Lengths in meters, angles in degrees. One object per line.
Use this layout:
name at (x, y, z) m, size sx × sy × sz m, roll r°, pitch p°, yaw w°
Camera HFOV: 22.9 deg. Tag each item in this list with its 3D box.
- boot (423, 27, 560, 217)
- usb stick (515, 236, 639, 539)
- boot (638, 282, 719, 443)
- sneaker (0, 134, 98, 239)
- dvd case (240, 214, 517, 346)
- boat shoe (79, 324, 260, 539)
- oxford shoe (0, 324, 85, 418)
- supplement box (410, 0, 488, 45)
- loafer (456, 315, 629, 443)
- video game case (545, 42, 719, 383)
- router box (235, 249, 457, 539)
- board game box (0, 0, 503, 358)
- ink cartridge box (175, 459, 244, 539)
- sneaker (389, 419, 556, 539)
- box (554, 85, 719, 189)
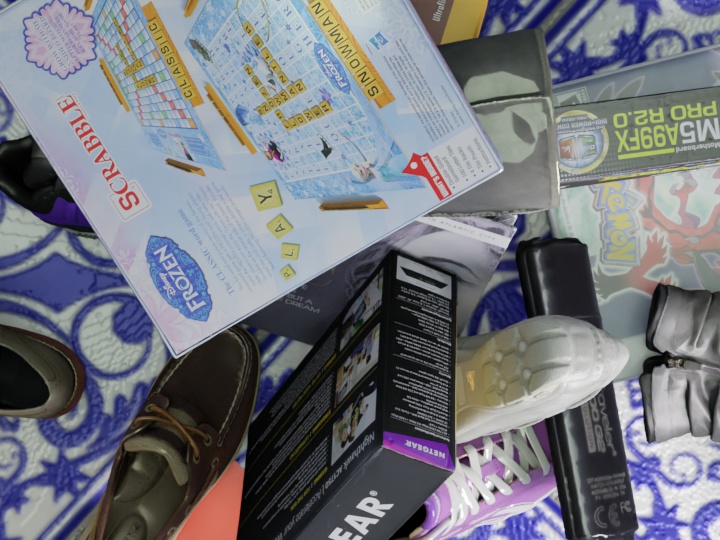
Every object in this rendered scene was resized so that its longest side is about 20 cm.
boot at (0.000, -0.105, 0.947) m, size 0.200 × 0.073 × 0.182 m, roll -9°, pitch 106°, yaw 9°
usb stick at (0.137, 0.076, 1.124) m, size 0.055 × 0.033 × 0.200 m, roll -3°, pitch 79°, yaw -36°
boot at (0.245, 0.104, 1.141) m, size 0.131 × 0.070 × 0.200 m, roll -4°, pitch 92°, yaw 2°
sneaker at (-0.154, -0.060, 1.089) m, size 0.200 × 0.099 × 0.070 m, roll -5°, pitch 69°, yaw 40°
dvd case at (0.000, 0.000, 1.092) m, size 0.148 × 0.200 × 0.016 m, roll 18°, pitch 57°, yaw -3°
boat shoe at (-0.122, 0.119, 1.139) m, size 0.072 × 0.072 × 0.200 m, roll 31°, pitch 76°, yaw 0°
oxford shoe at (-0.281, 0.049, 1.155) m, size 0.200 × 0.075 × 0.071 m, roll 12°, pitch 91°, yaw 1°
supplement box at (-0.031, -0.143, 1.083) m, size 0.197 × 0.200 × 0.133 m, roll 18°, pitch 91°, yaw 2°
loafer at (0.082, 0.071, 1.091) m, size 0.070 × 0.200 × 0.070 m, roll 5°, pitch 77°, yaw -33°
video game case at (0.215, -0.041, 1.166) m, size 0.182 × 0.023 × 0.200 m, roll -14°, pitch 90°, yaw 2°
router box at (-0.012, 0.106, 1.064) m, size 0.051 × 0.149 × 0.200 m, roll 22°, pitch 134°, yaw -18°
board game box at (-0.062, -0.089, 0.902) m, size 0.199 × 0.041 × 0.200 m, roll -29°, pitch 103°, yaw 8°
ink cartridge box at (-0.115, 0.243, 1.167) m, size 0.200 × 0.057 × 0.163 m, roll -43°, pitch 89°, yaw 6°
sneaker at (0.071, 0.137, 1.127) m, size 0.200 × 0.114 × 0.073 m, roll -29°, pitch 88°, yaw -1°
box at (0.155, -0.077, 1.076) m, size 0.200 × 0.160 × 0.044 m, roll -7°, pitch 90°, yaw 1°
